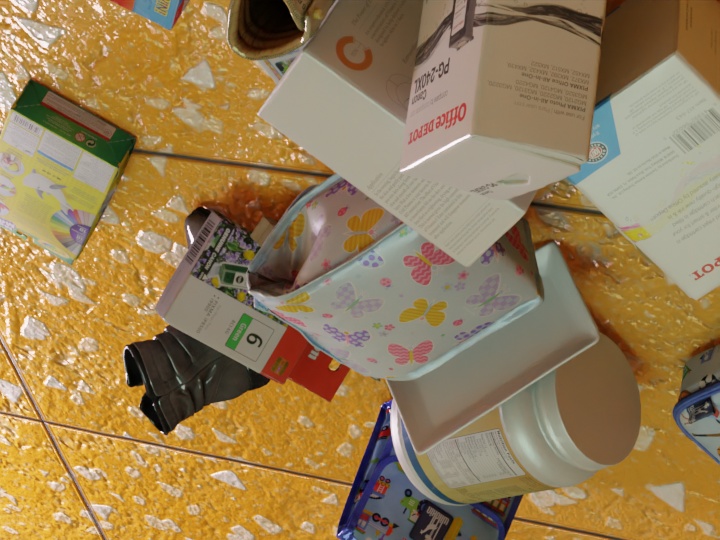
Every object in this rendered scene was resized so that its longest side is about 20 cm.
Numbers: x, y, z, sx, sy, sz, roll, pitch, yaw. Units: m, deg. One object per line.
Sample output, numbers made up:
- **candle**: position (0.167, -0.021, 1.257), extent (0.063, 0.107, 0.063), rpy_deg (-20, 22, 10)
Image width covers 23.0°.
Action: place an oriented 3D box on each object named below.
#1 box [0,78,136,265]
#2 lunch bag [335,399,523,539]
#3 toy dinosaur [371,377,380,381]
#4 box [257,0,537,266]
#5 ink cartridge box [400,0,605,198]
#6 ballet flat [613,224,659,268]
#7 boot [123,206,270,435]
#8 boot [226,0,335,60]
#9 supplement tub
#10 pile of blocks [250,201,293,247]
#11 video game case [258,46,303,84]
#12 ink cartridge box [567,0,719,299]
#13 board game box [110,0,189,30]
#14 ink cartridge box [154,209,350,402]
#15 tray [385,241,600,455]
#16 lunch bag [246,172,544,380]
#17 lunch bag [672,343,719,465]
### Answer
- **box**: position (-0.296, -0.086, 1.698), extent (0.117, 0.048, 0.200), rpy_deg (30, 142, -6)
- **lunch bag**: position (0.068, 0.233, 1.745), extent (0.150, 0.200, 0.094), rpy_deg (32, 144, -10)
- **toy dinosaur**: position (-0.082, 0.073, 1.773), extent (0.199, 0.048, 0.088), rpy_deg (2, 142, 25)
- **box**: position (0.046, -0.121, 1.332), extent (0.200, 0.125, 0.097), rpy_deg (36, 144, -6)
- **ink cartridge box**: position (0.098, -0.161, 1.184), extent (0.083, 0.201, 0.145), rpy_deg (11, 170, -16)
- **ballet flat**: position (0.219, -0.065, 1.408), extent (0.063, 0.069, 0.200), rpy_deg (-7, 124, 49)
- **boot**: position (-0.166, 0.051, 1.678), extent (0.070, 0.131, 0.201), rpy_deg (20, 129, 58)
- **boot**: position (-0.014, -0.239, 1.240), extent (0.073, 0.156, 0.200), rpy_deg (42, 141, -11)
- **supplement tub**: position (0.142, 0.133, 1.625), extent (0.200, 0.145, 0.145), rpy_deg (-18, 126, 43)
- **pile of blocks**: position (0.000, 0.000, 1.602), extent (0.200, 0.082, 0.062), rpy_deg (31, 105, -16)
- **video game case**: position (0.017, -0.165, 1.432), extent (0.200, 0.024, 0.182), rpy_deg (-11, 130, 41)
- **ink cartridge box**: position (0.243, -0.091, 1.278), extent (0.128, 0.125, 0.200), rpy_deg (-34, 115, 32)
- **board game box**: position (-0.205, -0.306, 1.360), extent (0.195, 0.056, 0.200), rpy_deg (26, 144, -1)
- **ink cartridge box**: position (-0.078, 0.041, 1.649), extent (0.200, 0.109, 0.050), rpy_deg (30, -178, -20)
- **tray**: position (0.113, 0.070, 1.549), extent (0.200, 0.108, 0.022), rpy_deg (-35, 147, 21)
- **lunch bag**: position (0.023, -0.004, 1.488), extent (0.200, 0.127, 0.169), rpy_deg (-35, 130, 23)
- **lunch bag**: position (0.379, 0.131, 1.542), extent (0.200, 0.076, 0.160), rpy_deg (39, 140, -19)
